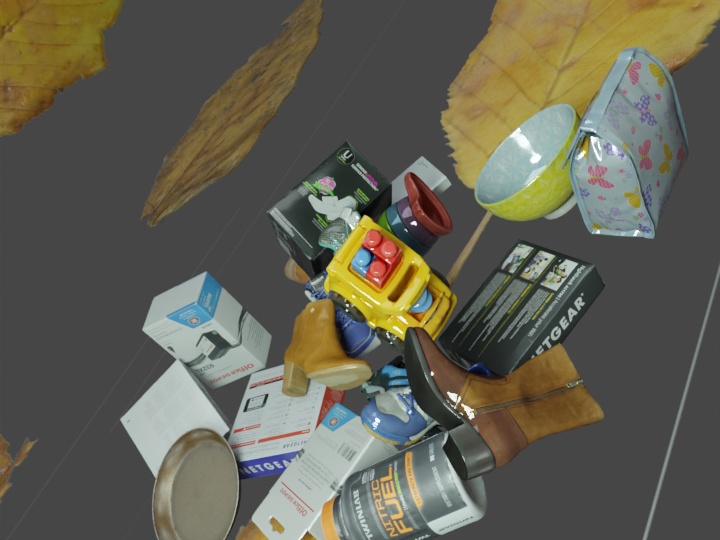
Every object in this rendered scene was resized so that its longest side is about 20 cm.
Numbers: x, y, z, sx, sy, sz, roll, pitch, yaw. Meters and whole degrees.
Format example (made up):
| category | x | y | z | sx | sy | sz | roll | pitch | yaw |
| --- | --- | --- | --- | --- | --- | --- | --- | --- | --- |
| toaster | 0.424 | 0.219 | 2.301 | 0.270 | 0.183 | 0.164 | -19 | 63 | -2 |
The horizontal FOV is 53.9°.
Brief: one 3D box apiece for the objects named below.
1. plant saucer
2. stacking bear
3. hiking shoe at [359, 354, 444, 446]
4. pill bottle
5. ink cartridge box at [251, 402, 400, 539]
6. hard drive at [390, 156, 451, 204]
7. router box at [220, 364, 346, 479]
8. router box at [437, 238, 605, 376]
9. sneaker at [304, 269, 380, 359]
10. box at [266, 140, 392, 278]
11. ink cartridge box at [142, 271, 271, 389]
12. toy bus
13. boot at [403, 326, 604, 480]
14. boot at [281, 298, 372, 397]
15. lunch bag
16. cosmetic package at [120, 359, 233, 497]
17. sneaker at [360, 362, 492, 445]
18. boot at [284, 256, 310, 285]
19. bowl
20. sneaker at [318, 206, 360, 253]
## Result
| category | x | y | z | sx | sy | sz | roll | pitch | yaw |
| --- | --- | --- | --- | --- | --- | --- | --- | --- | --- |
| plant saucer | -0.254 | 0.354 | 1.117 | 0.196 | 0.032 | 0.206 | -13 | 67 | 32 |
| stacking bear | 0.057 | -0.052 | 1.249 | 0.199 | 0.113 | 0.123 | -39 | 38 | 24 |
| hiking shoe | 0.069 | 0.180 | 0.988 | 0.087 | 0.075 | 0.199 | -46 | 32 | -7 |
| pill bottle | 0.047 | 0.282 | 0.862 | 0.197 | 0.107 | 0.108 | -30 | 33 | 19 |
| ink cartridge box | -0.047 | 0.299 | 0.980 | 0.201 | 0.067 | 0.115 | -51 | 33 | -15 |
| hard drive | 0.075 | -0.135 | 1.403 | 0.199 | 0.027 | 0.132 | -40 | 32 | 3 |
| router box | -0.121 | 0.236 | 1.153 | 0.196 | 0.049 | 0.182 | -19 | 39 | 33 |
| router box | 0.221 | 0.060 | 0.986 | 0.201 | 0.051 | 0.148 | -49 | 34 | -10 |
| sneaker | -0.044 | 0.066 | 1.209 | 0.080 | 0.116 | 0.200 | -38 | 32 | 4 |
| box | -0.050 | -0.101 | 1.285 | 0.199 | 0.149 | 0.124 | -42 | 73 | -11 |
| ink cartridge box | -0.283 | 0.118 | 1.329 | 0.142 | 0.201 | 0.085 | -23 | 37 | 25 |
| toy bus | 0.047 | 0.015 | 1.036 | 0.137 | 0.198 | 0.192 | -52 | -9 | -13 |
| boot | 0.164 | 0.122 | 0.830 | 0.195 | 0.069 | 0.190 | -19 | 56 | -20 |
| boot | -0.051 | 0.109 | 1.096 | 0.198 | 0.070 | 0.148 | -20 | 51 | 43 |
| lunch bag | 0.358 | -0.176 | 0.969 | 0.125 | 0.201 | 0.172 | 10 | 58 | 41 |
| cosmetic package | -0.321 | 0.281 | 1.256 | 0.151 | 0.052 | 0.199 | -44 | 53 | -7 |
| sneaker | 0.085 | 0.154 | 0.884 | 0.075 | 0.196 | 0.090 | 47 | 126 | 36 |
| boot | -0.063 | -0.060 | 1.415 | 0.153 | 0.077 | 0.203 | 3 | 55 | 50 |
| bowl | 0.282 | -0.144 | 1.096 | 0.200 | 0.107 | 0.202 | -42 | 20 | 20 |
| sneaker | 0.000 | 0.000 | 1.176 | 0.090 | 0.203 | 0.078 | -32 | 0 | -6 |
